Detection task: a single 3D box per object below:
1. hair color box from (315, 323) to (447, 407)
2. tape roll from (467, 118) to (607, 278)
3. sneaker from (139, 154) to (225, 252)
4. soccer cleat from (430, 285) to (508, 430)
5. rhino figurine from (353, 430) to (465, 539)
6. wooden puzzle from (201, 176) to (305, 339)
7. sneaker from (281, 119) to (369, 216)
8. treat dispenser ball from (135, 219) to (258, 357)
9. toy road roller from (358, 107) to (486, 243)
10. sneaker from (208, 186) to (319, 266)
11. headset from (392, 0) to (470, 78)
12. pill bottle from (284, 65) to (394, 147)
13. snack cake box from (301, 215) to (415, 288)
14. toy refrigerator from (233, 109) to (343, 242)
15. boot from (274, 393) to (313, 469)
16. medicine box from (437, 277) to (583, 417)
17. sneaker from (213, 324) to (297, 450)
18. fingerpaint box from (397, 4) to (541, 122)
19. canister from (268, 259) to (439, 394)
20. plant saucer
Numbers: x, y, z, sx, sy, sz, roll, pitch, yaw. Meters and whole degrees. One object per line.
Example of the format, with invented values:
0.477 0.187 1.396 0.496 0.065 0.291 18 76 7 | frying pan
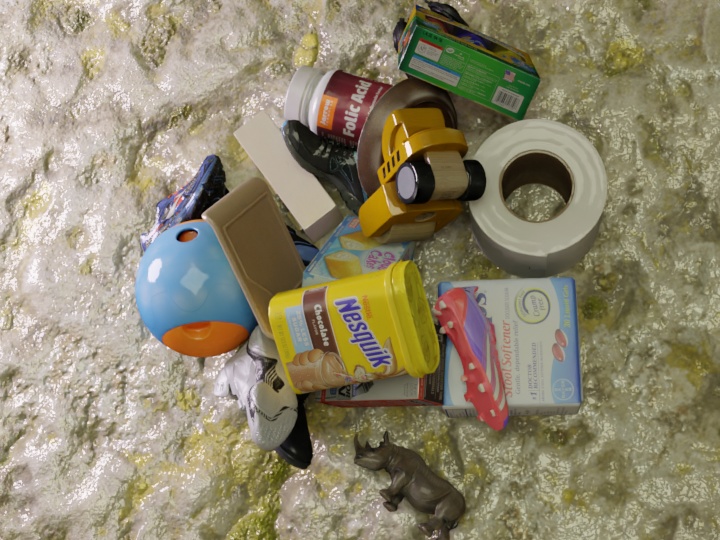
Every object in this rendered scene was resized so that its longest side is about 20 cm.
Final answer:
0.028 0.136 1.511 0.198 0.064 0.113 -8 71 40 | hair color box
0.256 -0.102 1.546 0.199 0.139 0.206 -2 76 8 | tape roll
-0.283 -0.100 1.664 0.078 0.075 0.201 29 80 18 | sneaker
0.166 0.116 1.440 0.076 0.067 0.202 -19 78 -25 | soccer cleat
0.065 0.303 1.513 0.199 0.060 0.087 40 65 16 | rhino figurine
-0.141 -0.019 1.500 0.037 0.185 0.202 -23 102 25 | wooden puzzle
-0.032 -0.170 1.603 0.199 0.074 0.082 39 118 -17 | sneaker
-0.232 0.026 1.556 0.198 0.201 0.204 -2 75 8 | treat dispenser ball
0.077 -0.139 1.495 0.121 0.200 0.148 -5 68 -29 | toy road roller
-0.146 -0.069 1.635 0.198 0.070 0.079 20 81 10 | sneaker
0.105 -0.383 1.689 0.122 0.094 0.202 -26 89 0 | headset
-0.010 -0.245 1.636 0.198 0.114 0.116 18 79 13 | pill bottle
0.000 0.000 1.533 0.113 0.200 0.068 13 120 12 | snack cake box
-0.114 -0.145 1.647 0.070 0.076 0.201 -37 74 -2 | toy refrigerator
-0.067 0.158 1.514 0.201 0.065 0.165 -51 50 15 | boot
0.213 0.112 1.518 0.197 0.103 0.185 -2 75 7 | medicine box
-0.149 0.180 1.488 0.115 0.075 0.202 -42 37 35 | sneaker
0.158 -0.312 1.567 0.198 0.167 0.074 22 113 -6 | fingerpaint box
-0.010 0.080 1.403 0.197 0.087 0.150 -12 103 20 | canister
0.079 -0.185 1.567 0.032 0.200 0.201 31 81 42 | plant saucer
